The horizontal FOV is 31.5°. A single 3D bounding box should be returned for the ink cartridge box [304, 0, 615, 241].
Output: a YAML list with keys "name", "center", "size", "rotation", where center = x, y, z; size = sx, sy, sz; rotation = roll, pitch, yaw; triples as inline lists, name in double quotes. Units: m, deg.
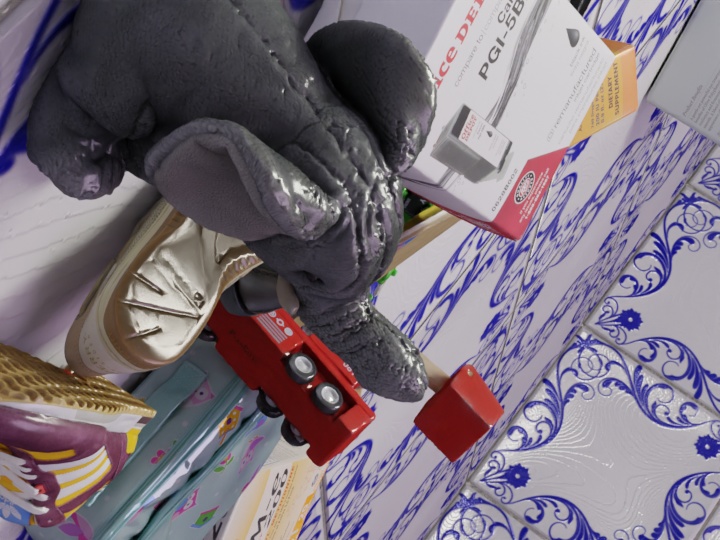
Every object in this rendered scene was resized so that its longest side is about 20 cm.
- name: "ink cartridge box"
  center: [0.061, -0.120, 0.791]
  size: [0.200, 0.083, 0.147]
  rotation: [26, 92, -56]

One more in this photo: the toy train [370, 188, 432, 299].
- name: "toy train"
  center: [0.020, -0.016, 1.117]
  size: [0.200, 0.042, 0.056]
  rotation: [-56, 175, 0]

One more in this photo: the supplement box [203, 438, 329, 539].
- name: "supplement box"
  center: [-0.105, 0.200, 1.070]
  size: [0.126, 0.073, 0.200]
  rotation: [-68, 162, 7]

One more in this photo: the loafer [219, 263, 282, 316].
- name: "loafer"
  center: [-0.013, -0.028, 0.828]
  size: [0.200, 0.063, 0.072]
  rotation: [-45, 130, -45]

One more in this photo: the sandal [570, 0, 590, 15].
- name: "sandal"
  center: [0.157, -0.196, 1.162]
  size: [0.200, 0.045, 0.075]
  rotation: [-60, 172, -25]

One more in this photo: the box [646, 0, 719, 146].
- name: "box"
  center: [0.578, -0.321, 1.945]
  size: [0.200, 0.171, 0.199]
  rotation: [-37, 157, -51]

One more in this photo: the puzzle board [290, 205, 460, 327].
- name: "puzzle board"
  center: [0.000, 0.000, 0.968]
  size: [0.151, 0.017, 0.200]
  rotation: [-28, 173, -45]

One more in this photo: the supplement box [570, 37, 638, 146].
- name: "supplement box"
  center: [0.143, -0.132, 1.060]
  size: [0.200, 0.069, 0.067]
  rotation: [-28, 124, -29]

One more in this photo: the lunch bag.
- name: "lunch bag"
  center: [-0.135, 0.139, 0.880]
  size: [0.200, 0.077, 0.161]
  rotation: [-50, 164, -21]

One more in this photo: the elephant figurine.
- name: "elephant figurine"
  center: [-0.032, -0.052, 0.557]
  size: [0.142, 0.200, 0.155]
  rotation: [-56, 165, 2]

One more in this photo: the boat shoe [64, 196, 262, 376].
- name: "boat shoe"
  center: [-0.096, -0.013, 0.721]
  size: [0.065, 0.072, 0.200]
  rotation: [-21, -155, 40]

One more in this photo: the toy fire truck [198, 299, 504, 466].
- name: "toy fire truck"
  center: [-0.010, 0.059, 0.857]
  size: [0.141, 0.200, 0.049]
  rotation: [-30, 165, -51]

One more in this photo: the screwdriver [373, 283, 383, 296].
- name: "screwdriver"
  center: [0.061, -0.060, 1.159]
  size: [0.200, 0.028, 0.029]
  rotation: [-62, -167, 10]

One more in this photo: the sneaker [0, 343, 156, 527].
- name: "sneaker"
  center: [-0.173, 0.097, 0.680]
  size: [0.090, 0.075, 0.200]
  rotation: [-60, 164, -3]
